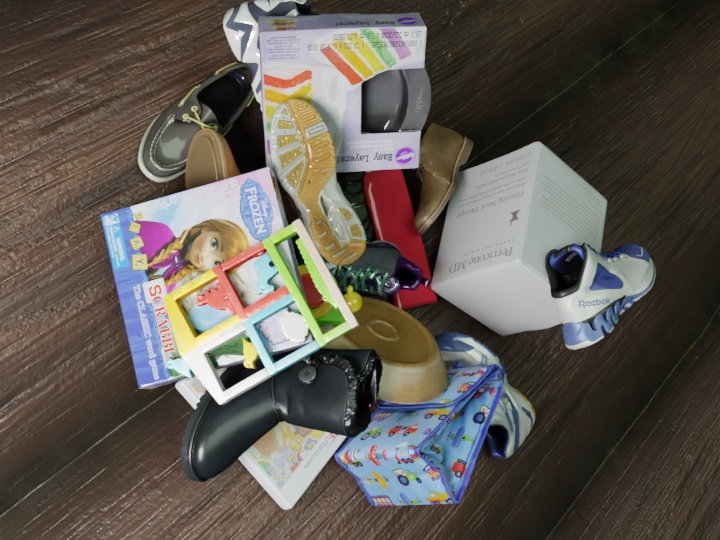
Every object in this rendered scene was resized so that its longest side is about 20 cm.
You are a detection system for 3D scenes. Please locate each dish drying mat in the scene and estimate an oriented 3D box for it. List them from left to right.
[{"bbox_3d":[0.052,-0.045,1.312,0.077,0.018,0.201,-10,82,-39],"label":"dish drying mat"}]

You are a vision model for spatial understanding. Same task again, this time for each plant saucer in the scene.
[{"bbox_3d":[0.022,0.085,1.156,0.199,0.036,0.200,19,26,-10],"label":"plant saucer"}]

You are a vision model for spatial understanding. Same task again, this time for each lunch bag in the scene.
[{"bbox_3d":[0.089,0.189,1.172,0.094,0.150,0.200,54,49,-17],"label":"lunch bag"}]

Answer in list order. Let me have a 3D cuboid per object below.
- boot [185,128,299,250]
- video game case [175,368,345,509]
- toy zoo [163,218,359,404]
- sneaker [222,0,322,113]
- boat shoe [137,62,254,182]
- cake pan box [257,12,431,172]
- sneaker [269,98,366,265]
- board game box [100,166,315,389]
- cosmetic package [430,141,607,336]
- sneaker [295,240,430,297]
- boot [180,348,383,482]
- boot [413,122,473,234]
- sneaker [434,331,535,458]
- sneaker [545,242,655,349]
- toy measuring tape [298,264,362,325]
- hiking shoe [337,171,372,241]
[{"bbox_3d":[-0.126,-0.083,1.150,0.154,0.073,0.201,-22,107,-45],"label":"boot"},{"bbox_3d":[-0.098,0.150,1.129,0.200,0.023,0.182,51,52,-12],"label":"video game case"},{"bbox_3d":[-0.118,0.051,0.993,0.199,0.020,0.132,-29,82,1],"label":"toy zoo"},{"bbox_3d":[-0.068,-0.247,1.142,0.080,0.129,0.200,-89,156,-59],"label":"sneaker"},{"bbox_3d":[-0.195,-0.187,1.144,0.072,0.060,0.201,45,53,-17],"label":"boat shoe"},{"bbox_3d":[-0.018,-0.205,1.105,0.199,0.185,0.052,-3,36,-8],"label":"cake pan box"},{"bbox_3d":[-0.060,-0.101,1.098,0.075,0.088,0.201,-21,103,-11],"label":"sneaker"},{"bbox_3d":[-0.167,0.009,1.035,0.199,0.041,0.201,-16,82,4],"label":"board game box"},{"bbox_3d":[0.229,-0.040,1.338,0.166,0.167,0.201,34,57,-31],"label":"cosmetic package"},{"bbox_3d":[0.000,0.000,1.182,0.199,0.087,0.075,-8,119,-43],"label":"sneaker"},{"bbox_3d":[-0.080,0.153,1.015,0.200,0.167,0.077,-58,142,-37],"label":"boot"},{"bbox_3d":[0.100,-0.134,1.352,0.075,0.074,0.200,32,49,-12],"label":"boot"},{"bbox_3d":[0.163,0.172,1.285,0.200,0.075,0.088,47,53,-14],"label":"sneaker"},{"bbox_3d":[0.308,0.001,1.229,0.199,0.080,0.115,-41,109,-39],"label":"sneaker"},{"bbox_3d":[-0.097,0.027,1.101,0.199,0.074,0.074,1,71,-2],"label":"toy measuring tape"},{"bbox_3d":[-0.027,-0.129,1.225,0.076,0.101,0.201,-24,90,-39],"label":"hiking shoe"}]
